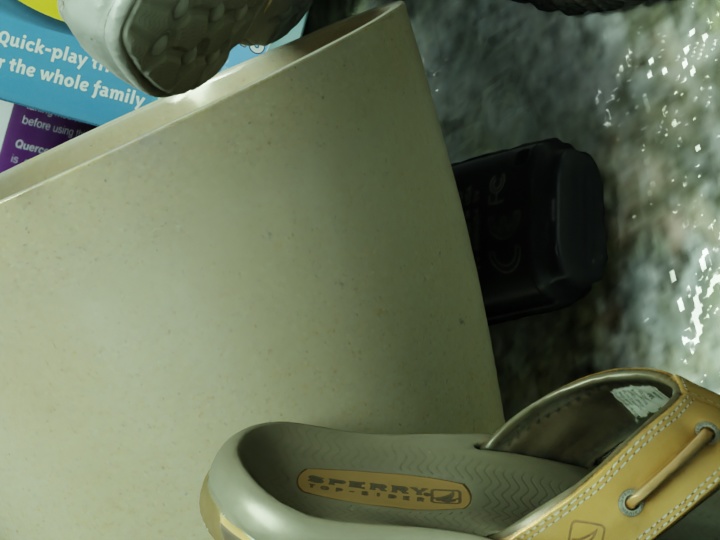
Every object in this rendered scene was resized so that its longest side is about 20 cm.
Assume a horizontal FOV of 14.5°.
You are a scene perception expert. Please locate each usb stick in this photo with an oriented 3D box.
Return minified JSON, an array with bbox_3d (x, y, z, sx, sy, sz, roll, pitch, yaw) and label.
[{"bbox_3d":[0.000,0.000,0.919,0.200,0.033,0.056,-14,70,46],"label":"usb stick"}]

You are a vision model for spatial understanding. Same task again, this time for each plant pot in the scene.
[{"bbox_3d":[-0.032,0.050,0.828,0.187,0.187,0.200,-17,101,45],"label":"plant pot"}]

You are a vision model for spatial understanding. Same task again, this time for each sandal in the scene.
[{"bbox_3d":[0.060,0.051,0.720,0.080,0.199,0.054,-94,9,-70],"label":"sandal"}]

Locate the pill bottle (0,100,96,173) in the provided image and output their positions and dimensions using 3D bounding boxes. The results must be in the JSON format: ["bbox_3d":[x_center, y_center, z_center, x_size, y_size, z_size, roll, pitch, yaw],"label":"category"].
[{"bbox_3d":[-0.145,-0.054,1.036,0.112,0.112,0.200,21,96,49],"label":"pill bottle"}]

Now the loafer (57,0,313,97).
[{"bbox_3d":[-0.056,-0.098,0.844,0.070,0.200,0.070,33,102,4],"label":"loafer"}]

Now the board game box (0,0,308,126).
[{"bbox_3d":[-0.080,-0.150,0.955,0.047,0.151,0.201,-147,71,-79],"label":"board game box"}]

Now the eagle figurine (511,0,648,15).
[{"bbox_3d":[0.060,-0.134,0.807,0.200,0.152,0.151,-26,24,24],"label":"eagle figurine"}]
